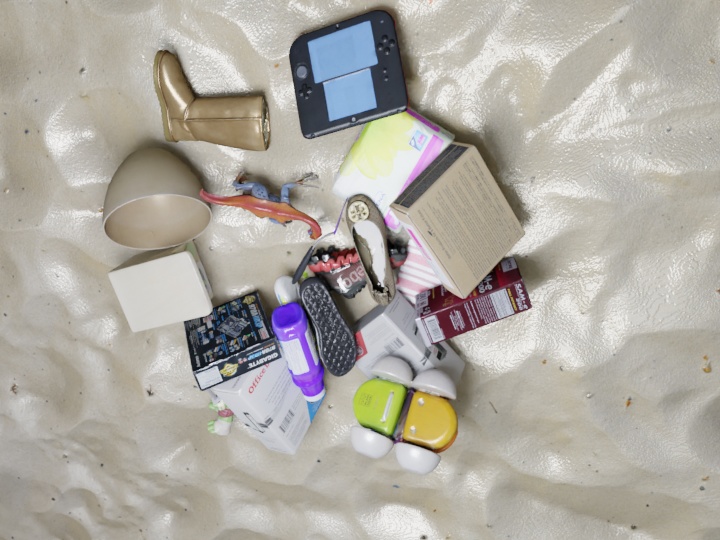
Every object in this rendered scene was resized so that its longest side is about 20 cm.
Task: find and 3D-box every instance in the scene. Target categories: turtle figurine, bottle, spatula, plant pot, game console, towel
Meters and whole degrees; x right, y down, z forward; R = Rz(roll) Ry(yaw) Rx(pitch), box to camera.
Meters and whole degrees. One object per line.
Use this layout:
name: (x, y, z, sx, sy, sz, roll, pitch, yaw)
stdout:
turtle figurine: (-0.291, 0.228, 1.479, 0.144, 0.197, 0.197, 43, 124, 32)
bottle: (-0.111, 0.159, 1.352, 0.064, 0.084, 0.203, -17, 126, -3)
spatula: (-0.073, -0.049, 1.301, 0.020, 0.057, 0.201, 34, 117, -10)
plant pot: (-0.384, -0.146, 1.349, 0.197, 0.200, 0.137, -23, 66, 20)
game console: (-0.023, -0.332, 1.224, 0.195, 0.031, 0.182, -12, 79, 18)
towel: (0.144, 0.012, 1.358, 0.143, 0.030, 0.204, 20, 113, 8)

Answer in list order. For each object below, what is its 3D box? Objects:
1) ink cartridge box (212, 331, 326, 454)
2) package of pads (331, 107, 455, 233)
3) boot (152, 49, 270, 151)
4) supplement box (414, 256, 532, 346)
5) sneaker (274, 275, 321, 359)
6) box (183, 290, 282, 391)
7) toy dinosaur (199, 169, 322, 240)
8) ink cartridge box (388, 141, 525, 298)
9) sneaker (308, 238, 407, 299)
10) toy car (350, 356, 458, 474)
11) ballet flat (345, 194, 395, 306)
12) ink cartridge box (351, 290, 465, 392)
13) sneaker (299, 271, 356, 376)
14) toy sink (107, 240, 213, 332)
ink cartridge box: (-0.173, 0.236, 1.409, 0.083, 0.147, 0.202, -1, 135, 40)
package of pads: (0.052, -0.189, 1.279, 0.152, 0.068, 0.202, 31, 113, 0)
boot: (-0.266, -0.309, 1.313, 0.195, 0.067, 0.179, 5, 123, 12)
supplement box: (0.196, 0.054, 1.282, 0.196, 0.109, 0.062, -21, 109, 12)
sneaker: (-0.135, 0.105, 1.417, 0.103, 0.076, 0.202, -18, 117, 26)
box: (-0.242, 0.125, 1.346, 0.156, 0.200, 0.047, -22, 119, -9)
toy dinosaur: (-0.161, -0.102, 1.324, 0.180, 0.198, 0.107, 34, 136, 32)
ink cartridge box: (0.166, -0.085, 1.221, 0.164, 0.075, 0.201, -43, 119, -9)
sneaker: (0.000, 0.000, 1.361, 0.196, 0.071, 0.100, -9, 108, 18)
toy car: (0.084, 0.265, 1.308, 0.195, 0.150, 0.179, 13, 73, 19)
ballet flat: (0.019, -0.033, 1.280, 0.066, 0.046, 0.205, -11, 101, 17)
ink cartridge box: (0.080, 0.163, 1.380, 0.200, 0.083, 0.146, 46, 130, -7)
sneaker: (-0.061, 0.096, 1.357, 0.070, 0.083, 0.204, -20, 100, -8)
toy sink: (-0.372, 0.024, 1.434, 0.196, 0.112, 0.133, -14, 106, 22)
